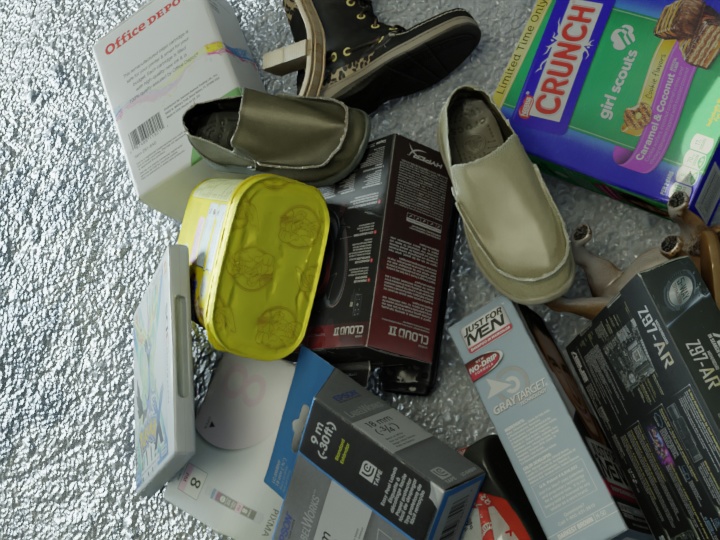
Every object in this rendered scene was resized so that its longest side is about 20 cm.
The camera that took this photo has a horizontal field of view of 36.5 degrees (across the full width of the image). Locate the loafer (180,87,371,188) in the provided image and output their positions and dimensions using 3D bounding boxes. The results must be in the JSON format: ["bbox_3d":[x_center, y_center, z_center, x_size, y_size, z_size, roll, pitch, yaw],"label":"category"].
[{"bbox_3d":[-0.081,-0.118,0.957,0.197,0.069,0.076,2,75,35],"label":"loafer"}]

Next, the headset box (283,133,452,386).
[{"bbox_3d":[0.000,0.000,0.951,0.148,0.074,0.203,-11,67,53],"label":"headset box"}]

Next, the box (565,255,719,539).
[{"bbox_3d":[0.227,0.112,0.767,0.043,0.161,0.202,-18,71,-16],"label":"box"}]

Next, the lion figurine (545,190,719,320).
[{"bbox_3d":[0.232,0.007,0.855,0.198,0.122,0.073,-13,53,41],"label":"lion figurine"}]

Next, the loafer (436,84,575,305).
[{"bbox_3d":[0.104,-0.064,0.853,0.075,0.068,0.202,-26,59,3],"label":"loafer"}]

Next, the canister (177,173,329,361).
[{"bbox_3d":[-0.106,-0.011,0.973,0.200,0.085,0.151,-165,88,-68],"label":"canister"}]

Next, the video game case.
[{"bbox_3d":[-0.184,0.098,1.004,0.200,0.022,0.185,134,135,-61],"label":"video game case"}]

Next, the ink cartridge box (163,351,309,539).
[{"bbox_3d":[-0.067,0.171,0.981,0.198,0.057,0.165,21,85,36],"label":"ink cartridge box"}]

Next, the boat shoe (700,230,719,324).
[{"bbox_3d":[0.281,0.059,0.772,0.069,0.203,0.071,-8,28,14],"label":"boat shoe"}]

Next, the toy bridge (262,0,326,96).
[{"bbox_3d":[-0.062,-0.202,1.037,0.067,0.027,0.204,-8,77,44],"label":"toy bridge"}]

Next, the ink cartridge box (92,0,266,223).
[{"bbox_3d":[-0.177,-0.177,1.122,0.144,0.084,0.202,-30,64,16],"label":"ink cartridge box"}]

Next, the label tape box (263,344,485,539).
[{"bbox_3d":[-0.014,0.173,0.870,0.199,0.063,0.146,31,115,31],"label":"label tape box"}]

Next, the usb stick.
[{"bbox_3d":[0.054,0.009,0.975,0.055,0.033,0.203,4,76,22],"label":"usb stick"}]

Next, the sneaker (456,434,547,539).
[{"bbox_3d":[0.113,0.240,0.861,0.108,0.067,0.203,-37,75,38],"label":"sneaker"}]

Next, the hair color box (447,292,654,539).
[{"bbox_3d":[0.149,0.125,0.851,0.060,0.099,0.202,-32,63,15],"label":"hair color box"}]

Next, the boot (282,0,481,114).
[{"bbox_3d":[0.010,-0.237,1.051,0.198,0.073,0.153,-27,64,28],"label":"boot"}]

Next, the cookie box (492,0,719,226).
[{"bbox_3d":[0.223,-0.148,0.909,0.198,0.075,0.173,24,88,32],"label":"cookie box"}]
